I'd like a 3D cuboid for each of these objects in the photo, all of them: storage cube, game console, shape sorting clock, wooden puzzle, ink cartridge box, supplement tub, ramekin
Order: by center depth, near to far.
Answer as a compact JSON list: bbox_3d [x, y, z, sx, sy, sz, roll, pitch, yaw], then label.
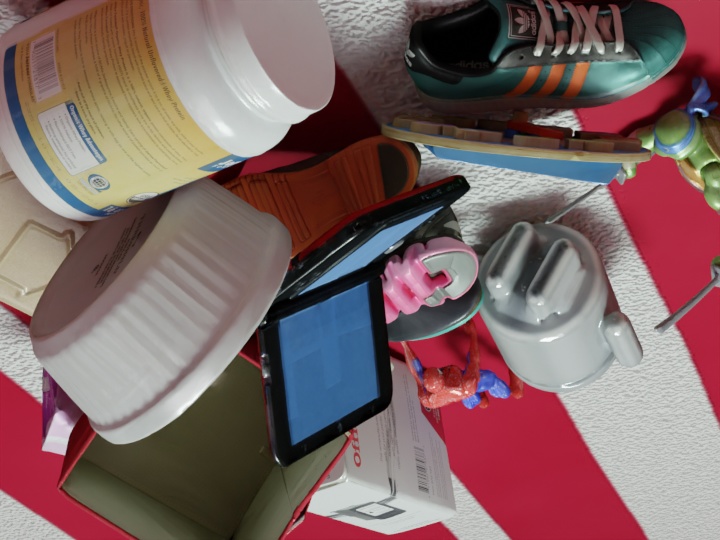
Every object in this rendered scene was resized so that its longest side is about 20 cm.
[{"bbox_3d":[-0.132,-0.129,1.319,0.199,0.146,0.144,-20,149,26],"label":"supplement tub"},{"bbox_3d":[-0.148,0.016,1.405,0.094,0.203,0.202,41,133,-19],"label":"ramekin"},{"bbox_3d":[0.114,-0.097,1.451,0.198,0.040,0.200,9,-173,-1],"label":"shape sorting clock"},{"bbox_3d":[0.010,0.033,1.470,0.172,0.119,0.200,-37,174,28],"label":"game console"},{"bbox_3d":[-0.246,-0.058,1.482,0.199,0.047,0.185,25,124,-27],"label":"wooden puzzle"},{"bbox_3d":[-0.127,0.131,1.618,0.199,0.172,0.180,33,-176,-9],"label":"storage cube"},{"bbox_3d":[-0.001,0.155,1.864,0.083,0.146,0.200,-20,155,27],"label":"ink cartridge box"}]

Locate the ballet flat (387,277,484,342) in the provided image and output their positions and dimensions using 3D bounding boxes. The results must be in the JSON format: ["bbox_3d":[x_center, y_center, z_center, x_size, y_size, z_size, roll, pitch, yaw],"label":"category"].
[{"bbox_3d":[0.019,0.025,1.698,0.073,0.074,0.199,16,164,-35],"label":"ballet flat"}]

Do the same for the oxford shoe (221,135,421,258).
[{"bbox_3d":[-0.044,-0.052,1.533,0.198,0.072,0.073,-16,-174,14],"label":"oxford shoe"}]

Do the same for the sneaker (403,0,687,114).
[{"bbox_3d":[0.128,-0.158,1.392,0.198,0.072,0.080,-9,157,10],"label":"sneaker"}]

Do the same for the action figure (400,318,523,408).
[{"bbox_3d":[0.091,0.081,1.864,0.065,0.100,0.200,-19,172,19],"label":"action figure"}]

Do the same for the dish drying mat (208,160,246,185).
[{"bbox_3d":[-0.136,-0.048,1.550,0.076,0.018,0.201,-14,148,-37],"label":"dish drying mat"}]

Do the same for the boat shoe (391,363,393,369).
[{"bbox_3d":[-0.071,0.083,1.740,0.198,0.068,0.072,11,163,-3],"label":"boat shoe"}]

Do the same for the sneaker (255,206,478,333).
[{"bbox_3d":[0.000,0.000,1.636,0.199,0.096,0.079,-22,141,14],"label":"sneaker"}]

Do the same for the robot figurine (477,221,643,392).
[{"bbox_3d":[0.165,0.034,1.718,0.169,0.113,0.200,28,165,26],"label":"robot figurine"}]

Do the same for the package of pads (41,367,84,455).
[{"bbox_3d":[-0.185,0.117,1.775,0.198,0.121,0.076,12,139,-18],"label":"package of pads"}]

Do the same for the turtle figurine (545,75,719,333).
[{"bbox_3d":[0.262,-0.046,1.561,0.193,0.202,0.143,17,180,-43],"label":"turtle figurine"}]
